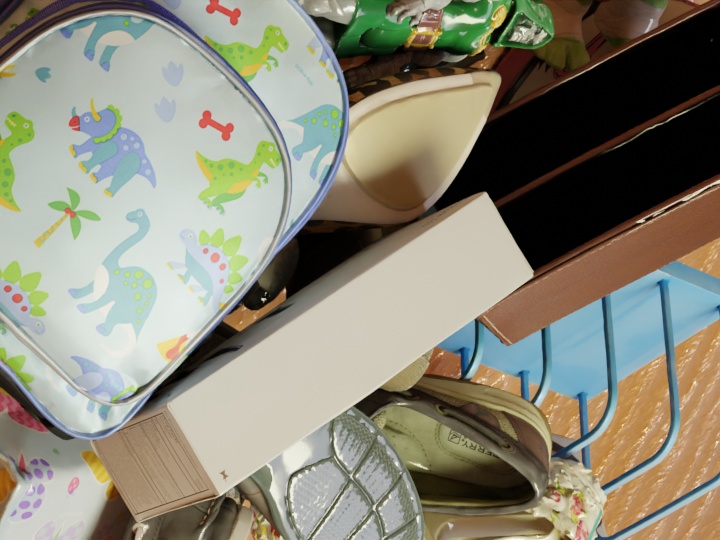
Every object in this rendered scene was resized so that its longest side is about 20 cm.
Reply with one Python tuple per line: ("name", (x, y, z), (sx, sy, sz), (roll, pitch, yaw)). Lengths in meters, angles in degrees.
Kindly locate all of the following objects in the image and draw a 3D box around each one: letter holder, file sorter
("letter holder", (0.130, -0.056, 1.305), (0.199, 0.101, 0.142), (-27, 170, 6))
("file sorter", (0.098, 0.059, 1.480), (0.199, 0.123, 0.139), (21, 142, -31))

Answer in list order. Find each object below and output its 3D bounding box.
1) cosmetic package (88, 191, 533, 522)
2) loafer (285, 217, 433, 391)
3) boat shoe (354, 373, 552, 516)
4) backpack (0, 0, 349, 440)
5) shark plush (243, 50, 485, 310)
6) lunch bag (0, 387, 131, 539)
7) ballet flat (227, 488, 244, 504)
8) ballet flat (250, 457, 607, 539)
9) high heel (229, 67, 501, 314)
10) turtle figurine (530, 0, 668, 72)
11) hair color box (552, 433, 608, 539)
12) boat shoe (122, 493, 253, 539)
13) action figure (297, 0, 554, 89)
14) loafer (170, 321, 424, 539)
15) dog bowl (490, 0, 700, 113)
("cosmetic package", (-0.021, 0.036, 1.184), (0.200, 0.051, 0.082), (-34, -173, -34))
("loafer", (0.000, 0.000, 1.352), (0.076, 0.200, 0.067), (-32, 114, 20))
("boat shoe", (0.001, 0.083, 1.343), (0.066, 0.200, 0.072), (-94, -165, -72))
("backpack", (-0.106, -0.049, 1.103), (0.183, 0.147, 0.200), (45, 79, -21))
("shark plush", (-0.029, -0.064, 1.345), (0.200, 0.091, 0.083), (-49, 173, -6))
("lunch bag", (-0.183, 0.133, 1.305), (0.200, 0.127, 0.169), (-49, 154, 25))
("ballet flat", (-0.090, 0.095, 1.440), (0.071, 0.069, 0.201), (-43, 143, -43))
("ballet flat", (0.033, 0.138, 1.427), (0.199, 0.064, 0.076), (-8, 127, 10))
("high heel", (-0.039, -0.054, 1.270), (0.200, 0.142, 0.072), (-35, 119, -23))
("turtle figurine", (0.181, -0.170, 1.353), (0.194, 0.200, 0.144), (-56, 179, 35))
("hair color box", (0.043, 0.129, 1.549), (0.199, 0.102, 0.061), (17, 126, -28))
("boat shoe", (-0.121, 0.177, 1.273), (0.200, 0.057, 0.067), (-57, -173, 23))
("action figure", (0.006, -0.121, 1.251), (0.199, 0.055, 0.118), (-3, 151, -27))
("loafer", (-0.044, 0.078, 1.276), (0.072, 0.063, 0.200), (-50, 124, -8))
("dog bowl", (0.138, -0.082, 1.544), (0.200, 0.074, 0.201), (-34, 150, -24))
